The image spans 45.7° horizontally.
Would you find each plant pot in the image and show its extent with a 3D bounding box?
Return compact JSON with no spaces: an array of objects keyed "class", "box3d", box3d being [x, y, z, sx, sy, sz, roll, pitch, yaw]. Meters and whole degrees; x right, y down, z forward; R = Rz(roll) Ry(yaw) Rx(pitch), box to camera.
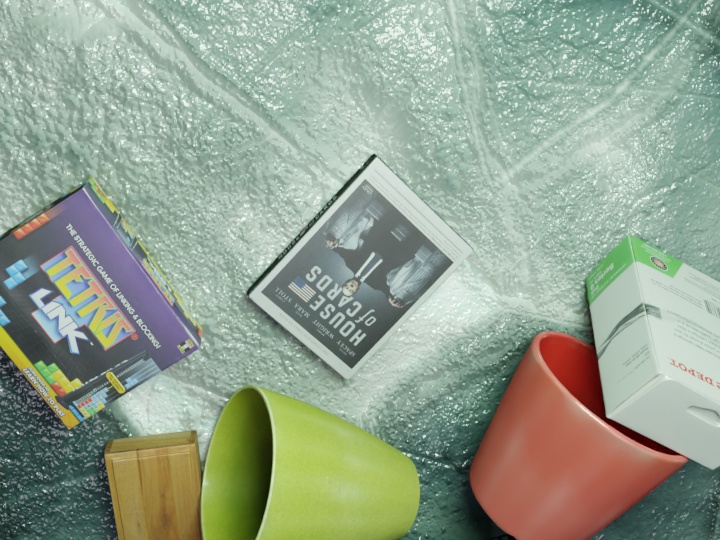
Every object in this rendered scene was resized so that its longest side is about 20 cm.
[{"class":"plant pot","box3d":[-0.044,0.230,0.910,0.199,0.187,0.188,14,106,-28]},{"class":"plant pot","box3d":[0.222,0.194,0.925,0.199,0.201,0.178,27,113,-15]}]

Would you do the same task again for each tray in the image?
[{"class":"tray","box3d":[-0.223,0.283,0.962,0.098,0.037,0.202,-5,109,-6]}]

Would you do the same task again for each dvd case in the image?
[{"class":"dvd case","box3d":[0.000,0.000,0.908,0.150,0.025,0.200,41,97,-17]}]

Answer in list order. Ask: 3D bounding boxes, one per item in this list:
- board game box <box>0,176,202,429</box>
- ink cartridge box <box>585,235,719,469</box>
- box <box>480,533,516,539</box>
[{"class":"board game box","box3d":[-0.283,0.035,0.864,0.165,0.057,0.201,-31,109,4]},{"class":"ink cartridge box","box3d":[0.320,0.081,0.878,0.145,0.201,0.084,26,130,-15]},{"class":"box","box3d":[0.107,0.366,0.901,0.198,0.148,0.105,-9,90,-14]}]
